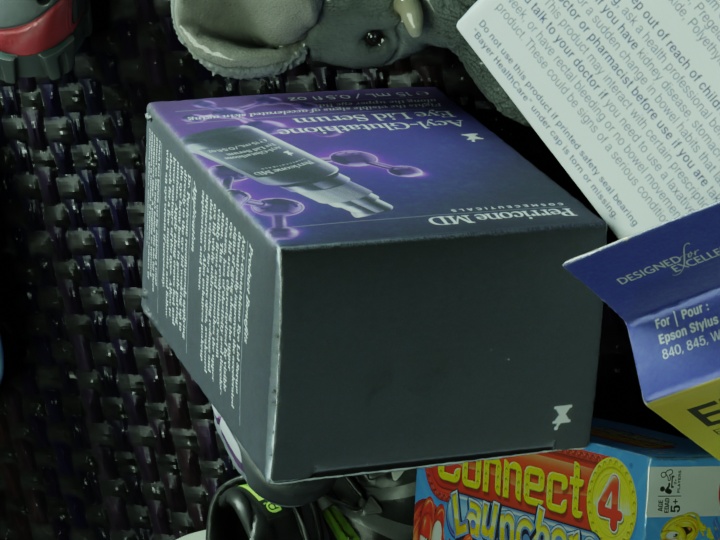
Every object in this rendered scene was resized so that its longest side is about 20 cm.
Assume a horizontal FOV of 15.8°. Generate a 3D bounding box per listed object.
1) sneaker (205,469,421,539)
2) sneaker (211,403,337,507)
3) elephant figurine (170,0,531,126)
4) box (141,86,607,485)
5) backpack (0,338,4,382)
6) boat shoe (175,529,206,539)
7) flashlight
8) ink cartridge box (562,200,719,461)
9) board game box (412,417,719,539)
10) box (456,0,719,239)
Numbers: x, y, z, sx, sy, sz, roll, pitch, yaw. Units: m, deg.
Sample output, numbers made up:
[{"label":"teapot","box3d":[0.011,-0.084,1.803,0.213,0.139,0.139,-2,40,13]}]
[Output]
[{"label":"sneaker","box3d":[-0.022,0.118,1.236,0.200,0.083,0.071,-49,48,-4]},{"label":"sneaker","box3d":[-0.046,0.050,1.247,0.201,0.074,0.088,-103,20,-45]},{"label":"elephant figurine","box3d":[-0.023,-0.147,1.161,0.155,0.141,0.201,37,150,59]},{"label":"box","box3d":[0.000,0.000,1.122,0.200,0.147,0.105,-137,46,-60]},{"label":"backpack","box3d":[-0.290,0.003,1.417,0.182,0.134,0.201,1,111,38]},{"label":"boat shoe","box3d":[-0.016,0.179,1.311,0.200,0.070,0.072,9,109,33]},{"label":"flashlight","box3d":[-0.168,-0.163,1.236,0.068,0.068,0.200,55,166,21]},{"label":"ink cartridge box","box3d":[0.211,0.023,0.983,0.197,0.200,0.047,-22,55,30]},{"label":"board game box","box3d":[0.091,0.166,1.148,0.200,0.056,0.197,7,95,62]},{"label":"box","box3d":[0.173,-0.097,1.033,0.184,0.105,0.200,53,131,7]}]
